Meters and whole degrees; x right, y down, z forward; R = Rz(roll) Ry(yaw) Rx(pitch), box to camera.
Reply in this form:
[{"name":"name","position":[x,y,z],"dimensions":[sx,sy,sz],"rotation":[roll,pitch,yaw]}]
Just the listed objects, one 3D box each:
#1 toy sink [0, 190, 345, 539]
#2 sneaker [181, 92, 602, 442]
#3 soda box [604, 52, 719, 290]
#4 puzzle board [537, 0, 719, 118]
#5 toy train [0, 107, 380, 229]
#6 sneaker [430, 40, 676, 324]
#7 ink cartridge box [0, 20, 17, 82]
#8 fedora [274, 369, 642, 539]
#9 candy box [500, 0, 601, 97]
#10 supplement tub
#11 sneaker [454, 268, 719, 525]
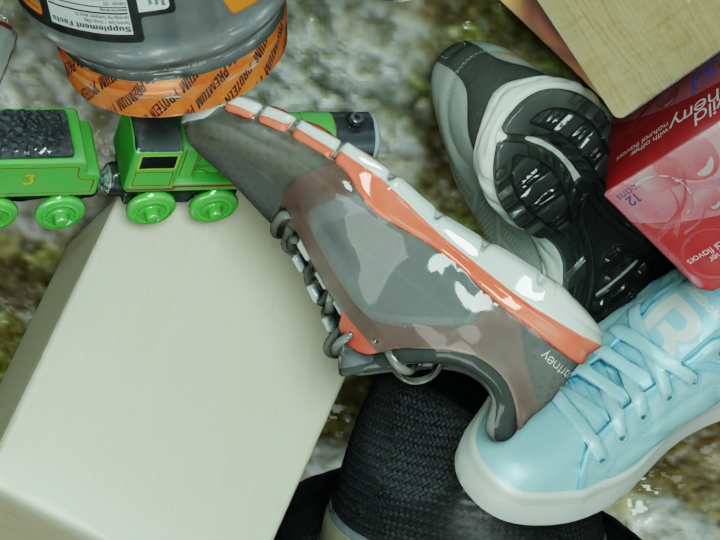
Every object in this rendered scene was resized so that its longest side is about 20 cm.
[{"name":"toy sink","position":[-0.086,0.045,1.277],"dimensions":[0.130,0.201,0.112],"rotation":[27,161,-12]},{"name":"sneaker","position":[0.000,0.000,1.148],"dimensions":[0.199,0.077,0.082],"rotation":[34,91,7]},{"name":"soda box","position":[0.191,-0.074,1.080],"dimensions":[0.200,0.064,0.070],"rotation":[-34,117,30]},{"name":"puzzle board","position":[0.099,-0.179,1.058],"dimensions":[0.150,0.017,0.201],"rotation":[-35,88,36]},{"name":"toy train","position":[-0.081,-0.049,1.205],"dimensions":[0.199,0.042,0.057],"rotation":[-3,146,-20]},{"name":"sneaker","position":[0.085,-0.029,1.222],"dimensions":[0.074,0.079,0.201],"rotation":[-37,139,-9]},{"name":"ink cartridge box","position":[-0.265,-0.052,1.268],"dimensions":[0.146,0.083,0.200],"rotation":[26,131,-11]},{"name":"fedora","position":[0.049,0.091,1.276],"dimensions":[0.199,0.201,0.092],"rotation":[6,103,8]},{"name":"candy box","position":[0.160,-0.098,1.144],"dimensions":[0.200,0.057,0.116],"rotation":[40,127,-23]},{"name":"supplement tub","position":[-0.088,-0.168,1.096],"dimensions":[0.122,0.123,0.201],"rotation":[2,132,12]},{"name":"sneaker","position":[0.123,0.036,1.199],"dimensions":[0.074,0.199,0.082],"rotation":[44,143,25]}]
